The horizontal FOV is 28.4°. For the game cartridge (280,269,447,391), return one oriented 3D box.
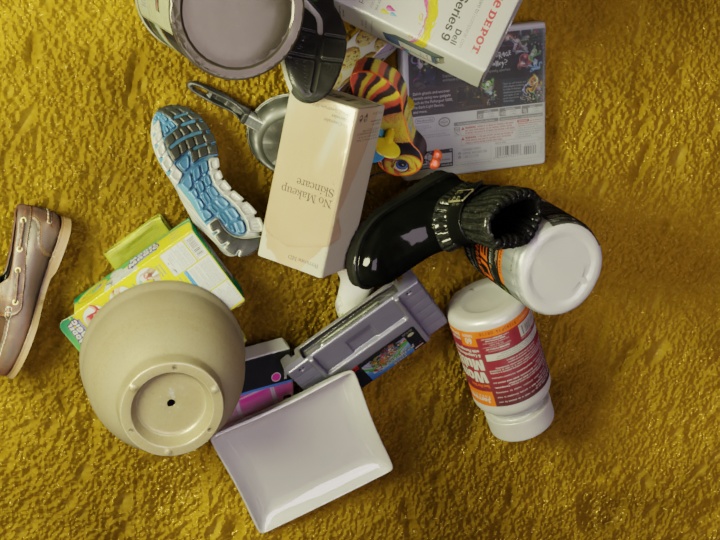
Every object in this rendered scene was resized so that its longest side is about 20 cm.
[{"bbox_3d":[0.009,0.091,1.790,0.199,0.039,0.130,-36,141,3],"label":"game cartridge"}]

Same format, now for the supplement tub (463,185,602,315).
[{"bbox_3d":[0.205,-0.033,1.778,0.121,0.200,0.124,-7,110,-20],"label":"supplement tub"}]

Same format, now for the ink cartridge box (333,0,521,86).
[{"bbox_3d":[0.085,-0.326,1.654,0.198,0.088,0.147,27,86,1],"label":"ink cartridge box"}]

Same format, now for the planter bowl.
[{"bbox_3d":[-0.224,0.130,1.644,0.197,0.135,0.203,-4,114,-10],"label":"planter bowl"}]

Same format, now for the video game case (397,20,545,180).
[{"bbox_3d":[0.142,-0.215,1.800,0.198,0.023,0.184,-8,109,-18],"label":"video game case"}]

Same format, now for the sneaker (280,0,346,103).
[{"bbox_3d":[-0.072,-0.264,1.624,0.075,0.115,0.203,7,66,-23],"label":"sneaker"}]

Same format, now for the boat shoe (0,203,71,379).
[{"bbox_3d":[-0.398,0.022,1.639,0.070,0.070,0.202,17,91,-31],"label":"boat shoe"}]

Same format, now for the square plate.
[{"bbox_3d":[-0.073,0.229,1.818,0.196,0.029,0.201,-25,131,-5],"label":"square plate"}]

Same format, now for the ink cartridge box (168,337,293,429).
[{"bbox_3d":[-0.180,0.154,1.772,0.198,0.037,0.096,-13,120,-17],"label":"ink cartridge box"}]

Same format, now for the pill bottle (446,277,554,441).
[{"bbox_3d":[0.188,0.119,1.867,0.109,0.110,0.202,-26,119,-12],"label":"pill bottle"}]

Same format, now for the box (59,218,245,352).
[{"bbox_3d":[-0.251,0.044,1.701,0.199,0.048,0.118,-35,115,2],"label":"box"}]

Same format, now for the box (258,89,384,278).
[{"bbox_3d":[-0.046,-0.103,1.641,0.078,0.094,0.202,-20,125,-63],"label":"box"}]

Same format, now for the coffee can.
[{"bbox_3d":[-0.159,-0.298,1.559,0.145,0.200,0.148,-6,109,-19],"label":"coffee can"}]

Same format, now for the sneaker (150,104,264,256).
[{"bbox_3d":[-0.192,-0.099,1.682,0.074,0.087,0.202,-29,91,-21],"label":"sneaker"}]

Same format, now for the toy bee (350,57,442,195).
[{"bbox_3d":[0.045,-0.163,1.718,0.107,0.132,0.201,4,149,9],"label":"toy bee"}]

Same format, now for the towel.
[{"bbox_3d":[-0.223,0.033,1.737,0.086,0.018,0.201,-36,115,-8],"label":"towel"}]

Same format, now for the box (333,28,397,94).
[{"bbox_3d":[0.016,-0.274,1.716,0.200,0.039,0.041,-43,78,-3],"label":"box"}]

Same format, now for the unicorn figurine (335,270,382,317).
[{"bbox_3d":[0.000,0.000,1.782,0.136,0.074,0.203,-8,106,-23],"label":"unicorn figurine"}]

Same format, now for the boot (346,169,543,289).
[{"bbox_3d":[0.097,-0.041,1.661,0.211,0.157,0.080,-43,130,-25],"label":"boot"}]

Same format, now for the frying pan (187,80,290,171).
[{"bbox_3d":[-0.103,-0.182,1.689,0.114,0.031,0.190,-33,121,22],"label":"frying pan"}]
